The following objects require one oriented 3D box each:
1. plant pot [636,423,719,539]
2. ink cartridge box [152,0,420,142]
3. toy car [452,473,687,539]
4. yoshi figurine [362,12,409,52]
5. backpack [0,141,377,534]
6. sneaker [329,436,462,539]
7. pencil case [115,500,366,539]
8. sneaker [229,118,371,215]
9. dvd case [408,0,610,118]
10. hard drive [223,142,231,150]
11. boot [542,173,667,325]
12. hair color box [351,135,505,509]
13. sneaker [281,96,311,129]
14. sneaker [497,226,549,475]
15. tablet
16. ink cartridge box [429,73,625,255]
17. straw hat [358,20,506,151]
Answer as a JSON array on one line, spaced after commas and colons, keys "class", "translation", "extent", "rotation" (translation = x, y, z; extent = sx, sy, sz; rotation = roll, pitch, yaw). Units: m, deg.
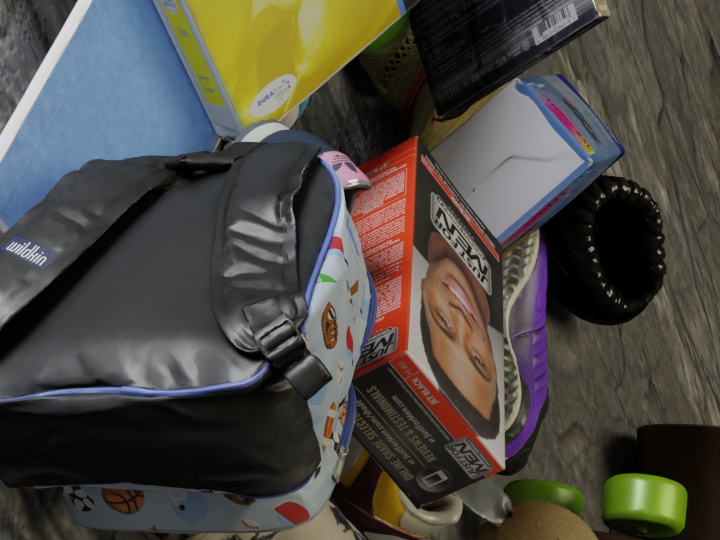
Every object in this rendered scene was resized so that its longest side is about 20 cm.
[{"class": "plant pot", "translation": [0.301, 0.233, 1.815], "extent": [0.187, 0.187, 0.200], "rotation": [22, 73, -60]}, {"class": "ink cartridge box", "translation": [-0.038, -0.205, 1.229], "extent": [0.198, 0.047, 0.200], "rotation": [-42, 128, -25]}, {"class": "toy car", "translation": [0.099, 0.194, 1.437], "extent": [0.200, 0.158, 0.164], "rotation": [28, 63, -46]}, {"class": "yoshi figurine", "translation": [-0.021, -0.211, 1.411], "extent": [0.112, 0.112, 0.200], "rotation": [-90, 162, -45]}, {"class": "backpack", "translation": [-0.078, 0.028, 1.102], "extent": [0.191, 0.200, 0.154], "rotation": [-70, 155, -42]}, {"class": "sneaker", "translation": [-0.011, 0.076, 1.323], "extent": [0.200, 0.090, 0.075], "rotation": [60, 30, -31]}, {"class": "pencil case", "translation": [-0.047, 0.155, 1.228], "extent": [0.200, 0.089, 0.078], "rotation": [49, 9, -45]}, {"class": "sneaker", "translation": [-0.045, 0.026, 1.218], "extent": [0.070, 0.082, 0.200], "rotation": [-6, 111, -45]}, {"class": "dvd case", "translation": [0.071, -0.214, 1.412], "extent": [0.016, 0.149, 0.200], "rotation": [-4, 72, -41]}, {"class": "hard drive", "translation": [0.000, 0.000, 1.404], "extent": [0.200, 0.026, 0.132], "rotation": [30, 28, -56]}, {"class": "boot", "translation": [0.181, -0.009, 1.683], "extent": [0.211, 0.079, 0.158], "rotation": [45, -5, -36]}, {"class": "hair color box", "translation": [0.032, 0.026, 1.292], "extent": [0.102, 0.061, 0.200], "rotation": [50, 26, -30]}, {"class": "sneaker", "translation": [-0.098, -0.141, 1.298], "extent": [0.087, 0.075, 0.200], "rotation": [-53, 134, -26]}, {"class": "sneaker", "translation": [0.098, 0.054, 1.594], "extent": [0.100, 0.069, 0.200], "rotation": [59, 33, -47]}, {"class": "tablet", "translation": [-0.125, -0.074, 1.198], "extent": [0.130, 0.014, 0.200], "rotation": [53, 50, -40]}, {"class": "ink cartridge box", "translation": [0.093, -0.059, 1.496], "extent": [0.076, 0.136, 0.200], "rotation": [50, 14, 3]}, {"class": "straw hat", "translation": [0.047, -0.148, 1.550], "extent": [0.085, 0.201, 0.201], "rotation": [35, 26, 9]}]
